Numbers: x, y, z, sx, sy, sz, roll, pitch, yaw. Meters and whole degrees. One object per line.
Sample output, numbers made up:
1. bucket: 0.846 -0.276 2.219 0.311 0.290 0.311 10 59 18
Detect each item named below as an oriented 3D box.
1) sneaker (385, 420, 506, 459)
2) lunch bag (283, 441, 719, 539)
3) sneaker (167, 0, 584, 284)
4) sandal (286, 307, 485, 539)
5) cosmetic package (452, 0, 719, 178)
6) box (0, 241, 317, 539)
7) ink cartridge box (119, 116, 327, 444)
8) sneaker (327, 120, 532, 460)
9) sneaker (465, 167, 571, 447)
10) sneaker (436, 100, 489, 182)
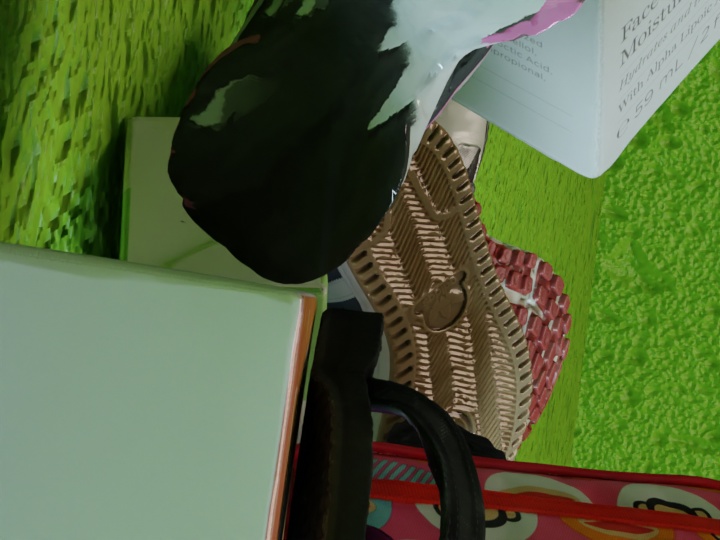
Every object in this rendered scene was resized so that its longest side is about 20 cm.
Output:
1. sneaker: 0.017 0.132 0.902 0.200 0.066 0.079 -83 -164 -61
2. lunch bag: 0.062 0.118 0.807 0.082 0.199 0.176 -68 -151 26
3. sneaker: 0.018 -0.092 0.700 0.200 0.080 0.087 -45 -168 35
4. sandal: 0.007 0.057 0.684 0.201 0.048 0.076 -85 -176 -71
5. cosmetic package: 0.075 -0.182 1.045 0.165 0.165 0.200 -47 155 -24
6. box: -0.067 0.059 0.664 0.200 0.097 0.125 43 55 -90
7. ink cartridge box: -0.047 0.063 0.898 0.117 0.067 0.201 -95 -174 -60
8. sneaker: 0.000 0.000 0.998 0.070 0.108 0.201 -31 134 -19
9. sneaker: 0.028 0.006 1.166 0.078 0.082 0.200 -58 135 -25
10. sneaker: 0.015 -0.038 1.229 0.089 0.074 0.201 28 70 -82
